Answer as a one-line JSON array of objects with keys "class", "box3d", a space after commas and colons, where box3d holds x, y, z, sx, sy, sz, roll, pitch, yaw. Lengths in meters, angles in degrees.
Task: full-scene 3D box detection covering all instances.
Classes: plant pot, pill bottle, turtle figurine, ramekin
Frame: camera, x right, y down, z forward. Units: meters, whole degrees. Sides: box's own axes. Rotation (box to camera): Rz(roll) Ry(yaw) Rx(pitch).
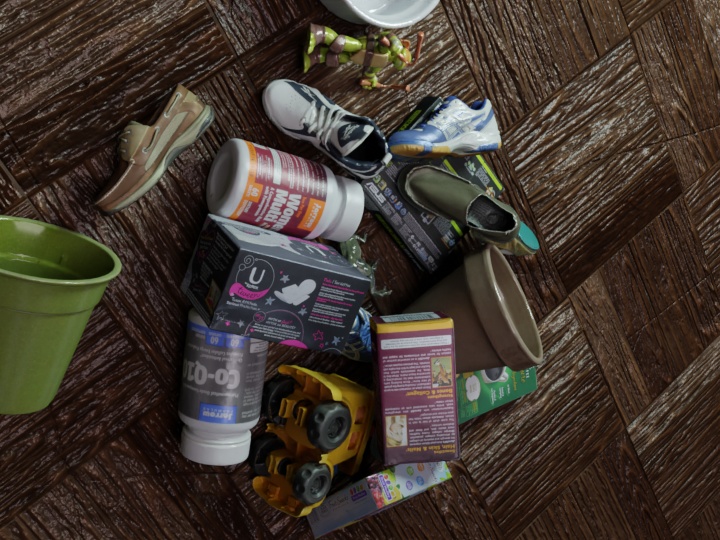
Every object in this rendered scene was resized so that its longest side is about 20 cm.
[{"class": "plant pot", "box3d": [-0.403, 0.058, 1.038, 0.199, 0.200, 0.191, 9, 109, -32]}, {"class": "pill bottle", "box3d": [-0.189, 0.155, 1.210, 0.113, 0.114, 0.201, 3, 98, -31]}, {"class": "plant pot", "box3d": [0.162, 0.083, 1.356, 0.174, 0.201, 0.201, -26, 119, 18]}, {"class": "pill bottle", "box3d": [-0.101, -0.104, 1.210, 0.199, 0.109, 0.110, 13, 93, -32]}, {"class": "turtle figurine", "box3d": [0.005, -0.303, 1.209, 0.160, 0.200, 0.065, 5, 84, -11]}, {"class": "ramekin", "box3d": [0.019, -0.436, 1.219, 0.200, 0.098, 0.202, -7, 103, -30]}]

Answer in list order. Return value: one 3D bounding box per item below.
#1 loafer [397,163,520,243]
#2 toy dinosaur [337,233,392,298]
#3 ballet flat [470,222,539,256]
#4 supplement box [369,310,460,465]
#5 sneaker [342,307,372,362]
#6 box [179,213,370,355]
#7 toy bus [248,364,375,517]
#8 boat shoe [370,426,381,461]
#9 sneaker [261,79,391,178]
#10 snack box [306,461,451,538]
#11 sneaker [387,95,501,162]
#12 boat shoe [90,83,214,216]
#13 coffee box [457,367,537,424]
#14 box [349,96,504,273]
[{"class": "loafer", "box3d": [0.150, -0.104, 1.297, 0.199, 0.070, 0.075, 22, 87, -3]}, {"class": "toy dinosaur", "box3d": [0.000, 0.000, 1.302, 0.088, 0.047, 0.201, 27, 50, -42]}, {"class": "ballet flat", "box3d": [0.230, -0.057, 1.431, 0.200, 0.070, 0.071, 20, 90, -60]}, {"class": "supplement box", "box3d": [0.075, 0.165, 1.251, 0.110, 0.086, 0.201, -4, 96, -6]}, {"class": "sneaker", "box3d": [-0.015, 0.090, 1.321, 0.200, 0.077, 0.076, 31, 82, -33]}, {"class": "box", "box3d": [-0.111, 0.016, 1.150, 0.199, 0.132, 0.115, 16, 105, -34]}, {"class": "toy bus", "box3d": [-0.051, 0.250, 1.316, 0.192, 0.135, 0.201, 10, 96, -48]}, {"class": "boat shoe", "box3d": [0.068, 0.207, 1.364, 0.075, 0.060, 0.200, 28, 120, -4]}, {"class": "sneaker", "box3d": [-0.038, -0.197, 1.203, 0.199, 0.130, 0.080, 41, 80, -17]}, {"class": "snack box", "box3d": [0.022, 0.334, 1.319, 0.142, 0.200, 0.053, -14, 73, -37]}, {"class": "sneaker", "box3d": [0.117, -0.210, 1.300, 0.199, 0.075, 0.089, -10, 92, -35]}, {"class": "boat shoe", "box3d": [-0.275, -0.156, 1.124, 0.074, 0.076, 0.200, 48, 67, -24]}, {"class": "coffee box", "box3d": [0.207, 0.175, 1.490, 0.199, 0.044, 0.124, -20, 110, -26]}, {"class": "box", "box3d": [0.106, -0.131, 1.366, 0.193, 0.047, 0.200, -50, 119, -15]}]
